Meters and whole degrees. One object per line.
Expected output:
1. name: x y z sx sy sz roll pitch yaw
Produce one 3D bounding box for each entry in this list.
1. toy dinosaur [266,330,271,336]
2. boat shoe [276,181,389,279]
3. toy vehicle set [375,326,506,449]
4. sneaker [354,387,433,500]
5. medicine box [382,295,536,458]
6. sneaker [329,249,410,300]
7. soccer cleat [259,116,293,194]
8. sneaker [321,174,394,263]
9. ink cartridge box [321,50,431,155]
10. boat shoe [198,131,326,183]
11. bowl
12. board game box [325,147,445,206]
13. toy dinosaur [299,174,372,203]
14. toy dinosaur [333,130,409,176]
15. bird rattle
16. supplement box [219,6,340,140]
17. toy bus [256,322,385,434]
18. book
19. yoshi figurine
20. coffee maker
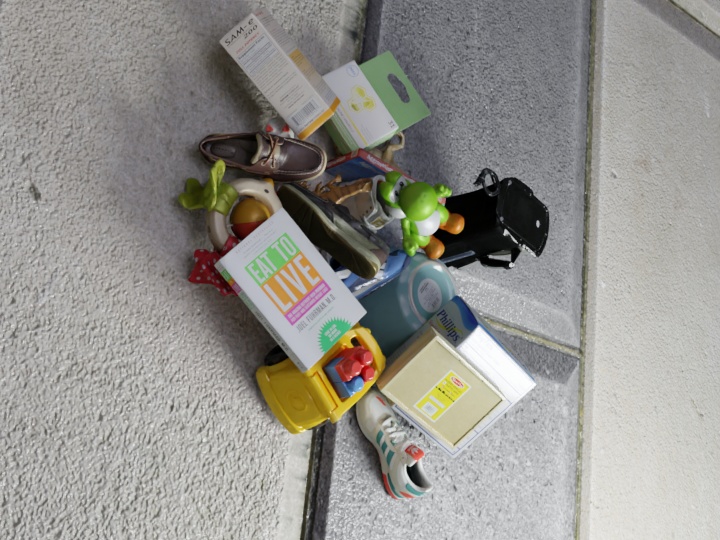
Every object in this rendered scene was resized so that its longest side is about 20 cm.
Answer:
1. toy dinosaur: -0.135 0.043 1.509 0.198 0.060 0.107 17 48 -29
2. boat shoe: -0.041 -0.070 1.481 0.200 0.072 0.066 40 54 6
3. toy vehicle set: 0.130 0.190 1.515 0.124 0.027 0.200 -43 123 7
4. sneaker: 0.064 0.284 1.580 0.070 0.093 0.202 -24 96 -40
5. medicine box: 0.158 0.180 1.597 0.200 0.103 0.182 -43 123 7
6. sneaker: 0.000 0.000 1.531 0.199 0.074 0.083 -27 85 -37
7. soccer cleat: -0.134 -0.144 1.537 0.068 0.078 0.204 5 90 -2
8. sneaker: -0.001 -0.063 1.593 0.073 0.115 0.203 18 70 -39
9. ink cartridge box: 0.020 -0.297 1.661 0.199 0.048 0.147 -32 86 -23
10. boat shoe: -0.150 -0.177 1.461 0.197 0.072 0.073 10 90 -2
11. bowl: 0.095 0.049 1.654 0.199 0.104 0.204 11 73 -38
12. board game box: 0.043 -0.149 1.656 0.199 0.102 0.020 27 67 -32
13. toy dinosaur: -0.071 -0.099 1.558 0.200 0.107 0.060 -43 134 6
14. toy dinosaur: 0.039 -0.199 1.701 0.198 0.058 0.102 24 75 -18
15. bird rattle: -0.183 -0.065 1.433 0.161 0.112 0.203 -14 87 -30
16. supplement box: -0.125 -0.316 1.525 0.201 0.073 0.126 50 15 -11
17. toy bus: -0.031 0.144 1.472 0.200 0.191 0.137 -40 104 -39
18. book: -0.102 0.029 1.392 0.201 0.048 0.133 50 59 -4
19. yoshi figurine: 0.103 -0.090 1.549 0.200 0.111 0.114 38 43 -51
20. coffee maker: 0.210 -0.094 1.718 0.193 0.199 0.135 55 50 -19
